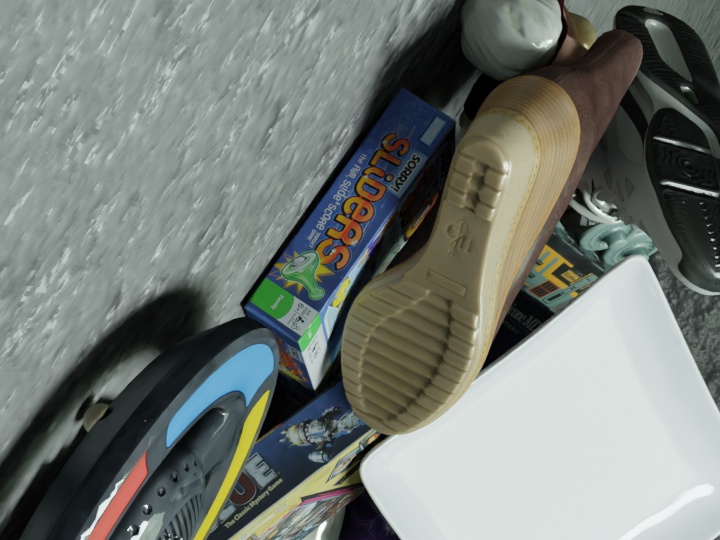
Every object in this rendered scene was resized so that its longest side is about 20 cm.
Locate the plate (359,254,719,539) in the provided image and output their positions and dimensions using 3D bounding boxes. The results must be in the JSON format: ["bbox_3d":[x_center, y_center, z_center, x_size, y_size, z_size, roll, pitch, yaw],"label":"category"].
[{"bbox_3d":[0.114,0.117,0.979,0.199,0.200,0.032,-37,-151,-10],"label":"plate"}]

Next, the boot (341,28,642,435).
[{"bbox_3d":[0.074,-0.019,0.875,0.166,0.072,0.200,-36,155,-52],"label":"boot"}]

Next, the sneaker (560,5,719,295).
[{"bbox_3d":[0.157,-0.040,0.930,0.201,0.075,0.116,-97,-154,-44],"label":"sneaker"}]

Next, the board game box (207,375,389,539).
[{"bbox_3d":[-0.022,0.106,0.949,0.200,0.035,0.136,-36,164,-19],"label":"board game box"}]

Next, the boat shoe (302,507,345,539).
[{"bbox_3d":[-0.070,0.192,1.047,0.202,0.072,0.060,-63,-174,2],"label":"boat shoe"}]

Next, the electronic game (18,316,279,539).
[{"bbox_3d":[-0.092,0.108,0.712,0.200,0.042,0.200,-56,169,-17],"label":"electronic game"}]

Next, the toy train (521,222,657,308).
[{"bbox_3d":[0.123,-0.036,1.117,0.114,0.085,0.200,-29,156,17],"label":"toy train"}]

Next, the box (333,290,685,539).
[{"bbox_3d":[0.080,0.125,1.075,0.200,0.104,0.148,-44,-155,-5],"label":"box"}]

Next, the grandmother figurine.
[{"bbox_3d":[0.093,-0.124,0.930,0.200,0.060,0.122,-18,130,-77],"label":"grandmother figurine"}]

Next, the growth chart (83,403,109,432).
[{"bbox_3d":[-0.141,0.138,0.724,0.200,0.018,0.145,-56,169,-11],"label":"growth chart"}]

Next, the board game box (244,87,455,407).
[{"bbox_3d":[0.000,0.000,0.912,0.136,0.034,0.200,-55,168,-11],"label":"board game box"}]
